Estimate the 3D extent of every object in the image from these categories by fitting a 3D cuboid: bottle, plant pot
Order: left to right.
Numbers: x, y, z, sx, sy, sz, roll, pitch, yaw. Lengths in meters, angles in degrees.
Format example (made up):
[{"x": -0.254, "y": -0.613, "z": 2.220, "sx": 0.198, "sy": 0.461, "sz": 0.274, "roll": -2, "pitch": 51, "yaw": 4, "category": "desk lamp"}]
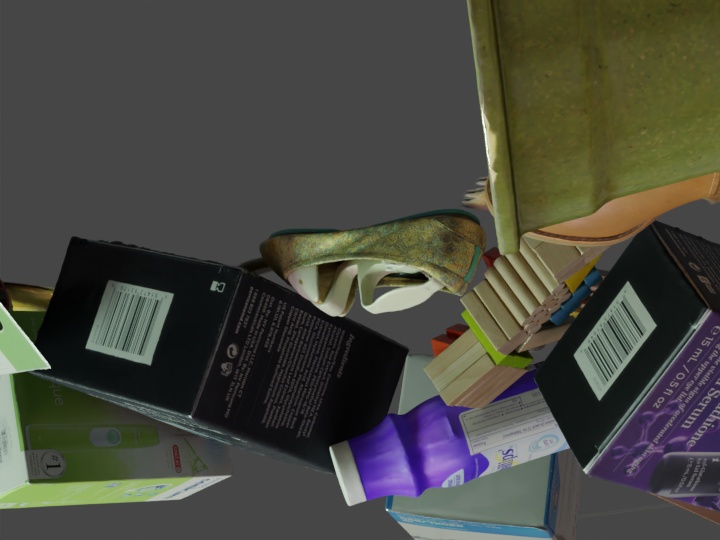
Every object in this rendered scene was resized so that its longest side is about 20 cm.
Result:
[{"x": 0.078, "y": 0.121, "z": 1.349, "sx": 0.200, "sy": 0.065, "sz": 0.084, "roll": -18, "pitch": 160, "yaw": -5, "category": "bottle"}, {"x": 0.133, "y": -0.115, "z": 0.687, "sx": 0.184, "sy": 0.200, "sz": 0.200, "roll": -6, "pitch": 161, "yaw": 6, "category": "plant pot"}]

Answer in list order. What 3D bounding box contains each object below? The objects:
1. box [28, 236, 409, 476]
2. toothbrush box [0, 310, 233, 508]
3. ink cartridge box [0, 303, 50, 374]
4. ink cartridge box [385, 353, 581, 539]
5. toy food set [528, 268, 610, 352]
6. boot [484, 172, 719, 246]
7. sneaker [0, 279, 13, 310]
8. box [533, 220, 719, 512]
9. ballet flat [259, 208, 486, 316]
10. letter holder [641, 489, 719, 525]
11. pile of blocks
[{"x": -0.108, "y": 0.068, "z": 1.396, "sx": 0.197, "sy": 0.117, "sz": 0.200, "roll": 11, "pitch": 169, "yaw": 43, "category": "box"}, {"x": -0.219, "y": 0.115, "z": 1.517, "sx": 0.200, "sy": 0.146, "sz": 0.086, "roll": 4, "pitch": 158, "yaw": -41, "category": "toothbrush box"}, {"x": -0.314, "y": 0.016, "z": 1.384, "sx": 0.200, "sy": 0.048, "sz": 0.146, "roll": -12, "pitch": 119, "yaw": 48, "category": "ink cartridge box"}, {"x": 0.119, "y": 0.175, "z": 1.649, "sx": 0.145, "sy": 0.147, "sz": 0.200, "roll": 4, "pitch": 162, "yaw": 14, "category": "ink cartridge box"}, {"x": 0.198, "y": 0.053, "z": 1.369, "sx": 0.200, "sy": 0.060, "sz": 0.144, "roll": 9, "pitch": 163, "yaw": -5, "category": "toy food set"}, {"x": 0.155, "y": -0.076, "z": 0.963, "sx": 0.200, "sy": 0.074, "sz": 0.155, "roll": -8, "pitch": 161, "yaw": 10, "category": "boot"}, {"x": -0.392, "y": 0.035, "z": 1.546, "sx": 0.200, "sy": 0.078, "sz": 0.082, "roll": 7, "pitch": 164, "yaw": 3, "category": "sneaker"}, {"x": 0.245, "y": 0.074, "z": 1.231, "sx": 0.200, "sy": 0.104, "sz": 0.148, "roll": 17, "pitch": 119, "yaw": -29, "category": "box"}, {"x": 0.000, "y": 0.000, "z": 1.279, "sx": 0.200, "sy": 0.071, "sz": 0.071, "roll": -7, "pitch": 158, "yaw": 40, "category": "ballet flat"}, {"x": 0.333, "y": 0.150, "z": 1.558, "sx": 0.142, "sy": 0.101, "sz": 0.200, "roll": -9, "pitch": 157, "yaw": 38, "category": "letter holder"}, {"x": 0.109, "y": 0.015, "z": 1.253, "sx": 0.082, "sy": 0.062, "sz": 0.200, "roll": -12, "pitch": 149, "yaw": -42, "category": "pile of blocks"}]
